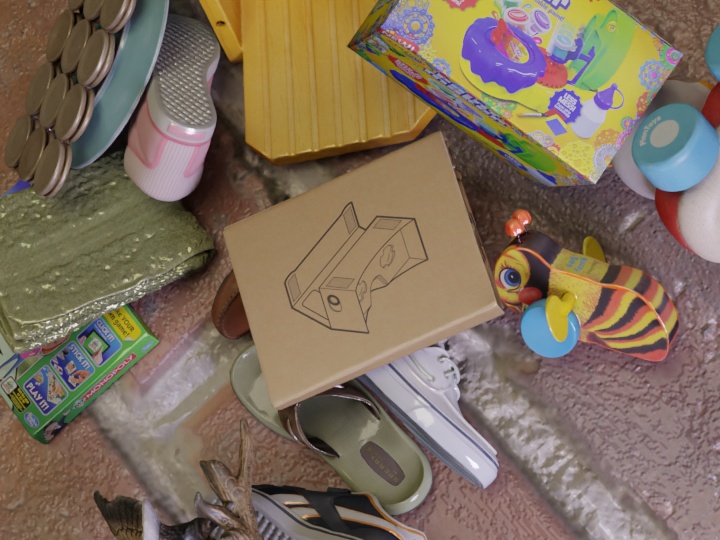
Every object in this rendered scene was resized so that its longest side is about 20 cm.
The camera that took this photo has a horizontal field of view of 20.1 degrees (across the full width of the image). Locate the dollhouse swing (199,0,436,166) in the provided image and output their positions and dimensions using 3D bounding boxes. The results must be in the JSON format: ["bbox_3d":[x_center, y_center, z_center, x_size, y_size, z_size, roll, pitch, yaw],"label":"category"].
[{"bbox_3d":[-0.038,-0.219,1.703,0.199,0.182,0.176,-9,50,15],"label":"dollhouse swing"}]

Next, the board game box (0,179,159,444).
[{"bbox_3d":[-0.283,0.032,1.772,0.135,0.029,0.200,-42,66,2],"label":"board game box"}]

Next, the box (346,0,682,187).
[{"bbox_3d":[0.114,-0.171,1.576,0.200,0.193,0.122,35,87,-7],"label":"box"}]

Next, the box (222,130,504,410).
[{"bbox_3d":[0.000,0.000,1.608,0.199,0.021,0.164,-24,63,13],"label":"box"}]

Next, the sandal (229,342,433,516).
[{"bbox_3d":[-0.023,0.118,1.644,0.201,0.057,0.080,36,86,24],"label":"sandal"}]

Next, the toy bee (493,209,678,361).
[{"bbox_3d":[0.146,0.011,1.585,0.199,0.109,0.131,-4,27,2],"label":"toy bee"}]

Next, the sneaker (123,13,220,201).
[{"bbox_3d":[-0.166,-0.136,1.746,0.075,0.105,0.201,11,35,-15],"label":"sneaker"}]

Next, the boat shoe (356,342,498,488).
[{"bbox_3d":[0.046,0.084,1.617,0.200,0.074,0.067,43,80,12],"label":"boat shoe"}]

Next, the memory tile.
[{"bbox_3d":[-0.248,-0.167,1.744,0.153,0.017,0.201,32,100,61],"label":"memory tile"}]

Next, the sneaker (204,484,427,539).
[{"bbox_3d":[-0.034,0.212,1.613,0.199,0.079,0.079,17,120,39],"label":"sneaker"}]

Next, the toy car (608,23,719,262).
[{"bbox_3d":[0.267,-0.110,1.588,0.177,0.184,0.200,-52,37,-3],"label":"toy car"}]

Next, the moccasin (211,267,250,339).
[{"bbox_3d":[-0.031,0.000,1.680,0.201,0.074,0.078,-27,55,-2],"label":"moccasin"}]

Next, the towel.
[{"bbox_3d":[-0.239,-0.021,1.741,0.199,0.037,0.149,-27,62,-14],"label":"towel"}]

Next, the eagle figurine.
[{"bbox_3d":[-0.143,0.232,1.581,0.200,0.152,0.151,-33,107,37],"label":"eagle figurine"}]

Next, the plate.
[{"bbox_3d":[-0.224,-0.186,1.757,0.200,0.025,0.201,-38,42,44],"label":"plate"}]
